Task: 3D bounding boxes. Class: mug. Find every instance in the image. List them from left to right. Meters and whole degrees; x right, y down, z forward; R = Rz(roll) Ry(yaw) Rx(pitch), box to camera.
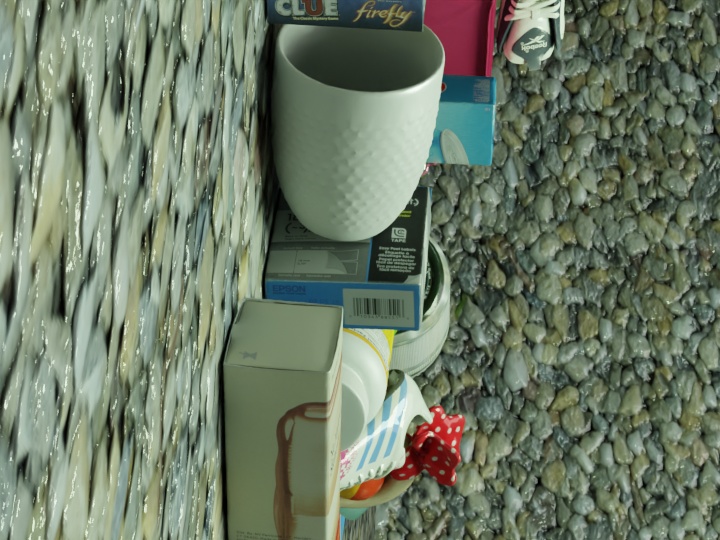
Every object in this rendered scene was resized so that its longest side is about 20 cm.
[{"bbox_3d":[-0.019,-0.138,1.468,0.200,0.146,0.177,-125,-148,-43],"label":"mug"}]

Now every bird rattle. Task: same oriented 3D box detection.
[{"bbox_3d":[0.010,0.197,1.768,0.163,0.198,0.114,-54,-141,41],"label":"bird rattle"}]

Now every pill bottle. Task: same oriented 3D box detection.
[{"bbox_3d":[-0.026,0.089,1.592,0.200,0.111,0.114,-79,172,-64],"label":"pill bottle"}]

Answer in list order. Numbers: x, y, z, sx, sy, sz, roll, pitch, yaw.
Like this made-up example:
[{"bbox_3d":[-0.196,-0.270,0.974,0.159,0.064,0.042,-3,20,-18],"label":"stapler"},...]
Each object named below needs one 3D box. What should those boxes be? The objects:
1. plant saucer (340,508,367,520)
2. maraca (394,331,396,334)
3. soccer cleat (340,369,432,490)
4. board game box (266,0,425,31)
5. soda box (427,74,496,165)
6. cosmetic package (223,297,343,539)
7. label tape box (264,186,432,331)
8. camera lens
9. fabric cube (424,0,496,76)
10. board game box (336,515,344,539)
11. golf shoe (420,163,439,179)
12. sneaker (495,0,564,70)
[{"bbox_3d":[-0.013,0.185,1.900,0.200,0.036,0.202,-15,90,-73],"label":"plant saucer"},{"bbox_3d":[0.000,0.000,1.748,0.107,0.136,0.202,0,110,-56],"label":"maraca"},{"bbox_3d":[-0.003,0.186,1.633,0.200,0.087,0.070,-45,-161,-23],"label":"soccer cleat"},{"bbox_3d":[-0.004,-0.280,1.451,0.201,0.134,0.035,-83,174,-50],"label":"board game box"},{"bbox_3d":[0.032,-0.150,1.602,0.064,0.197,0.068,-80,172,-57],"label":"soda box"},{"bbox_3d":[-0.060,0.135,1.326,0.104,0.086,0.202,-78,170,-58],"label":"cosmetic package"},{"bbox_3d":[-0.008,-0.036,1.542,0.201,0.142,0.064,-83,173,-46],"label":"label tape box"},{"bbox_3d":[0.031,0.041,2.024,0.200,0.158,0.162,83,11,-68],"label":"camera lens"},{"bbox_3d":[0.048,-0.297,1.728,0.197,0.197,0.201,89,6,-55],"label":"fabric cube"},{"bbox_3d":[-0.042,0.255,1.997,0.154,0.040,0.202,-81,173,-51],"label":"board game box"},{"bbox_3d":[0.009,-0.106,1.808,0.200,0.092,0.073,-50,-147,2],"label":"golf shoe"},{"bbox_3d":[0.186,-0.280,1.739,0.199,0.078,0.131,-168,-106,-83],"label":"sneaker"}]
